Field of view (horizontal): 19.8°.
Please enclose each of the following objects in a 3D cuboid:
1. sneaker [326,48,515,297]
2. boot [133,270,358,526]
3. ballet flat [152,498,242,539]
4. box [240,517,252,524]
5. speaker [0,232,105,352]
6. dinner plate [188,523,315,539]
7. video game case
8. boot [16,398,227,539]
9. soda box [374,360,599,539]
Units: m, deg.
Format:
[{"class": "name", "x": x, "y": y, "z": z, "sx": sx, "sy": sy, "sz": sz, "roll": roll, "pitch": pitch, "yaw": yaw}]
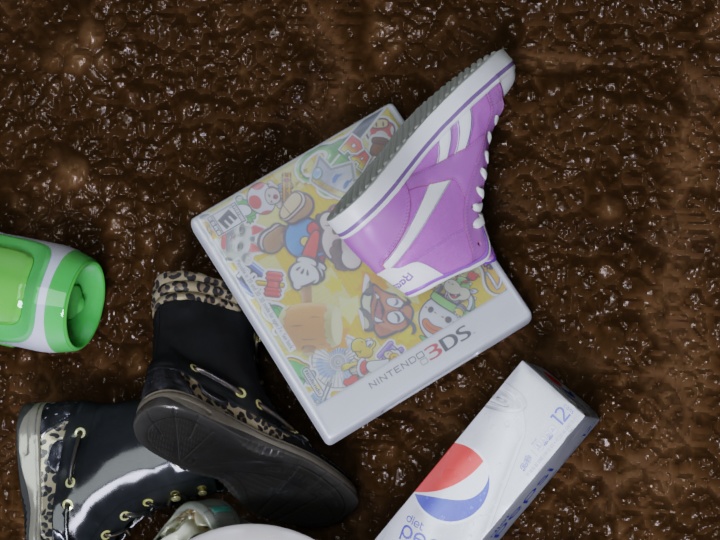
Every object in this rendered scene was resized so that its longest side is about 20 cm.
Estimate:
[{"class": "sneaker", "x": 0.072, "y": -0.065, "z": 1.528, "sx": 0.114, "sy": 0.073, "sz": 0.201, "roll": 44, "pitch": 69, "yaw": -10}, {"class": "boot", "x": -0.084, "y": 0.096, "z": 1.544, "sx": 0.073, "sy": 0.199, "sz": 0.151, "roll": -41, "pitch": 36, "yaw": 31}, {"class": "ballet flat", "x": -0.163, "y": 0.249, "z": 1.520, "sx": 0.067, "sy": 0.064, "sz": 0.200, "roll": 39, "pitch": 97, "yaw": 22}, {"class": "box", "x": -0.084, "y": 0.302, "z": 1.524, "sx": 0.158, "sy": 0.046, "sz": 0.201, "roll": 25, "pitch": 91, "yaw": 39}, {"class": "speaker", "x": -0.306, "y": 0.009, "z": 1.626, "sx": 0.199, "sy": 0.088, "sz": 0.089, "roll": 11, "pitch": 87, "yaw": 17}, {"class": "dinner plate", "x": -0.079, "y": 0.280, "z": 1.457, "sx": 0.199, "sy": 0.024, "sz": 0.202, "roll": -1, "pitch": 87, "yaw": 11}, {"class": "video game case", "x": 0.000, "y": 0.000, "z": 1.543, "sx": 0.181, "sy": 0.023, "sz": 0.201, "roll": -31, "pitch": 76, "yaw": -10}, {"class": "boot", "x": -0.176, "y": 0.190, "z": 1.577, "sx": 0.153, "sy": 0.073, "sz": 0.205, "roll": -11, "pitch": 84, "yaw": 10}, {"class": "soda box", "x": 0.085, "y": 0.162, "z": 1.508, "sx": 0.063, "sy": 0.068, "sz": 0.200, "roll": 41, "pitch": 96, "yaw": 16}]
